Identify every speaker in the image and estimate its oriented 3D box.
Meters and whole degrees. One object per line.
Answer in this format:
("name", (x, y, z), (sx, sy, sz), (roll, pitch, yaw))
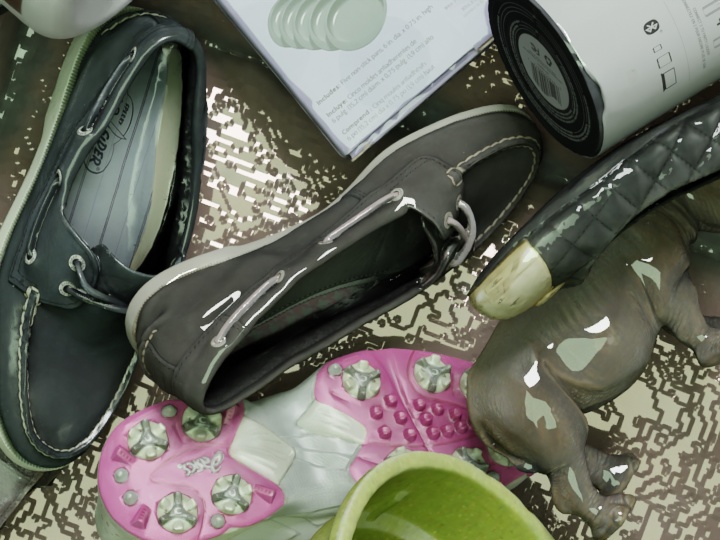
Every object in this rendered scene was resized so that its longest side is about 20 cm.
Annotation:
("speaker", (0.154, -0.128, 1.185), (0.199, 0.081, 0.081), (-32, 93, -14))

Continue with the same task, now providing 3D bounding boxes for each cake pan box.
("cake pan box", (0.012, -0.178, 1.225), (0.200, 0.052, 0.184), (-41, 90, 4))

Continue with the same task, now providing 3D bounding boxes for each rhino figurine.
("rhino figurine", (0.117, 0.008, 1.224), (0.087, 0.060, 0.200), (36, 76, -6))

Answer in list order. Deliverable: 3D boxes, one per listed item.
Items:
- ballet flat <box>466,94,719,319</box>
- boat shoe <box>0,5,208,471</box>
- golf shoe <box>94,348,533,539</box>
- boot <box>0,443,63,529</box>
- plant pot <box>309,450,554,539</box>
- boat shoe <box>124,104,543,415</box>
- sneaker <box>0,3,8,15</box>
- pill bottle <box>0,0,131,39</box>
("ballet flat", (0.131, -0.033, 1.173), (0.199, 0.066, 0.057), (-31, 90, -13))
("boat shoe", (-0.103, -0.012, 1.219), (0.074, 0.066, 0.200), (22, 83, -33))
("golf shoe", (-0.020, 0.085, 1.243), (0.199, 0.092, 0.076), (-6, 65, -18))
("boot", (-0.197, 0.033, 1.250), (0.174, 0.069, 0.200), (33, 95, -7))
("plant pot", (-0.017, 0.198, 1.181), (0.184, 0.200, 0.201), (-26, 93, 31))
("boat shoe", (0.000, 0.000, 1.211), (0.199, 0.067, 0.057), (-28, 48, -15))
("sneaker", (-0.220, -0.133, 1.228), (0.199, 0.070, 0.094), (-18, 99, 6))
("pill bottle", (-0.160, -0.192, 1.167), (0.200, 0.109, 0.109), (40, 94, 10))
